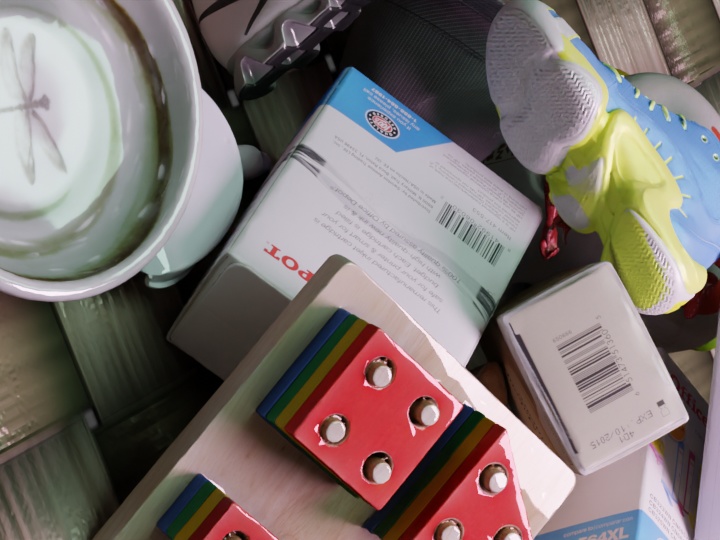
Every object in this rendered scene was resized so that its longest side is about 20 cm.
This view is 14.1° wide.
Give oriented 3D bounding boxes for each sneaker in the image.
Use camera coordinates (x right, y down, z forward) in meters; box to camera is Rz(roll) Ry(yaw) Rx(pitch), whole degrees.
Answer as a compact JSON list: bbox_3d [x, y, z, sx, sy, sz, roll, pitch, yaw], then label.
[{"bbox_3d":[0.150,-0.075,1.687,0.105,0.076,0.201,-28,92,-42],"label":"sneaker"},{"bbox_3d":[-0.016,-0.193,1.669,0.089,0.200,0.074,56,11,12],"label":"sneaker"}]

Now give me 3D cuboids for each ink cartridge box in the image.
[{"bbox_3d":[0.160,0.154,1.826,0.129,0.125,0.201,49,37,-33],"label":"ink cartridge box"},{"bbox_3d":[0.000,0.000,1.634,0.146,0.086,0.200,36,41,-5],"label":"ink cartridge box"}]

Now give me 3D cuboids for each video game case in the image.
[{"bbox_3d":[0.248,0.046,1.791,0.182,0.022,0.201,-46,144,-58],"label":"video game case"}]

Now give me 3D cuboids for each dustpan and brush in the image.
[{"bbox_3d":[-0.097,-0.061,1.611,0.200,0.057,0.140,-11,79,-53],"label":"dustpan and brush"}]

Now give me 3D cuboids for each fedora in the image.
[{"bbox_3d":[0.046,-0.124,1.782,0.176,0.091,0.200,33,-1,5],"label":"fedora"}]

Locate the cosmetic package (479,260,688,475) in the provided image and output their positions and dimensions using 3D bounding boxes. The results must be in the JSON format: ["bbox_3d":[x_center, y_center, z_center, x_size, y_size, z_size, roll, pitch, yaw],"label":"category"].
[{"bbox_3d":[0.123,0.056,1.681,0.106,0.071,0.200,63,-3,2],"label":"cosmetic package"}]

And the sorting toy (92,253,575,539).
[{"bbox_3d":[0.001,0.133,1.498,0.200,0.070,0.199,-50,119,-6],"label":"sorting toy"}]

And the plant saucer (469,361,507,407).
[{"bbox_3d":[0.044,0.148,1.662,0.200,0.035,0.201,10,90,-77],"label":"plant saucer"}]

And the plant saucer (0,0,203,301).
[{"bbox_3d":[-0.170,-0.082,1.463,0.200,0.050,0.201,7,80,-42],"label":"plant saucer"}]

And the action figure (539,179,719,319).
[{"bbox_3d":[0.153,-0.021,1.759,0.200,0.065,0.099,46,63,-28],"label":"action figure"}]

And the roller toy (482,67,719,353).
[{"bbox_3d":[0.159,-0.034,1.914,0.182,0.139,0.201,-12,92,-52],"label":"roller toy"}]
